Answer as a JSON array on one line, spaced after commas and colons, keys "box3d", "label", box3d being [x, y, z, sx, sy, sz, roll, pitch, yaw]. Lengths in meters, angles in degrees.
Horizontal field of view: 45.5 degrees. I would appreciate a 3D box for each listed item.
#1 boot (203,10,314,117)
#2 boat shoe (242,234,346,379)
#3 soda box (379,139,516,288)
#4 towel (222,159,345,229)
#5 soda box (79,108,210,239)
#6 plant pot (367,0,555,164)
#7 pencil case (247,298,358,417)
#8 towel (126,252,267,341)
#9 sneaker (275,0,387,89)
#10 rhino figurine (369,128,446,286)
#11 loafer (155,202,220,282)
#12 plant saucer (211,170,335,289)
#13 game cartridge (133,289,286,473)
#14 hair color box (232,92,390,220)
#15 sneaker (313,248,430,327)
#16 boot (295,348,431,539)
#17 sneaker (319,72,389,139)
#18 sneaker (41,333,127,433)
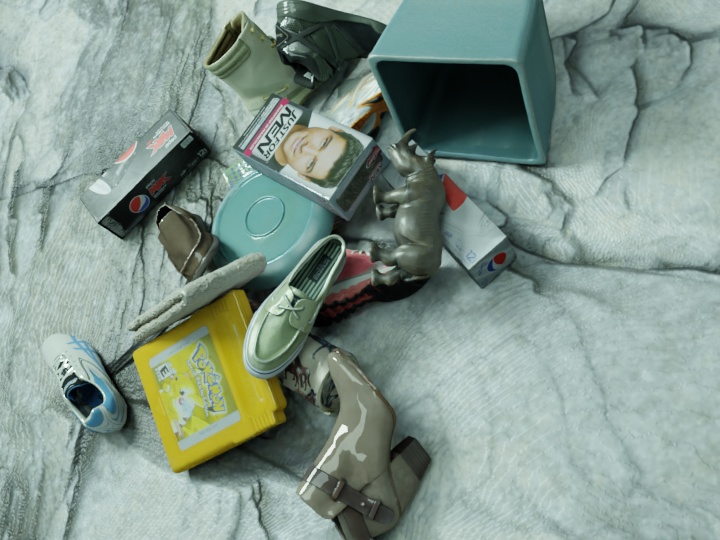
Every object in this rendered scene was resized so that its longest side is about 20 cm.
[{"box3d": [-0.118, -0.324, 1.244, 0.200, 0.155, 0.072, -49, 41, -1], "label": "boot"}, {"box3d": [-0.081, 0.038, 1.044, 0.072, 0.062, 0.201, 28, 71, 3], "label": "boat shoe"}, {"box3d": [0.110, -0.074, 1.099, 0.063, 0.068, 0.200, -41, 59, 3], "label": "soda box"}, {"box3d": [-0.113, -0.109, 1.235, 0.143, 0.023, 0.201, -31, 61, 10], "label": "towel"}, {"box3d": [-0.331, -0.148, 1.322, 0.200, 0.063, 0.071, -44, 59, 1], "label": "soda box"}, {"box3d": [0.152, -0.281, 1.100, 0.195, 0.196, 0.201, 8, 64, 26], "label": "plant pot"}, {"box3d": [-0.095, 0.112, 1.106, 0.199, 0.078, 0.090, 25, 100, 29], "label": "pencil case"}, {"box3d": [-0.217, 0.038, 1.126, 0.200, 0.132, 0.035, -28, 92, 52], "label": "towel"}, {"box3d": [-0.030, -0.307, 1.217, 0.076, 0.198, 0.115, 18, 103, 60], "label": "sneaker"}, {"box3d": [0.060, -0.079, 1.048, 0.087, 0.060, 0.202, 2, 74, 9], "label": "rhino figurine"}, {"box3d": [-0.251, -0.040, 1.192, 0.073, 0.071, 0.200, -58, 28, 4], "label": "loafer"}, {"box3d": [-0.128, -0.070, 1.187, 0.199, 0.027, 0.202, -12, 60, 22], "label": "plant saucer"}, {"box3d": [-0.197, 0.145, 1.106, 0.199, 0.032, 0.178, -31, 75, 30], "label": "game cartridge"}, {"box3d": [-0.069, -0.155, 1.146, 0.199, 0.061, 0.099, 30, 82, 35], "label": "hair color box"}, {"box3d": [0.000, 0.000, 1.113, 0.199, 0.074, 0.087, -21, 61, 15], "label": "sneaker"}, {"box3d": [-0.017, 0.213, 1.001, 0.146, 0.070, 0.200, -40, 86, -14], "label": "boot"}, {"box3d": [0.015, -0.258, 1.214, 0.200, 0.076, 0.092, -46, 55, -1], "label": "sneaker"}, {"box3d": [-0.404, 0.153, 1.226, 0.072, 0.072, 0.200, -49, 58, 0], "label": "sneaker"}]
